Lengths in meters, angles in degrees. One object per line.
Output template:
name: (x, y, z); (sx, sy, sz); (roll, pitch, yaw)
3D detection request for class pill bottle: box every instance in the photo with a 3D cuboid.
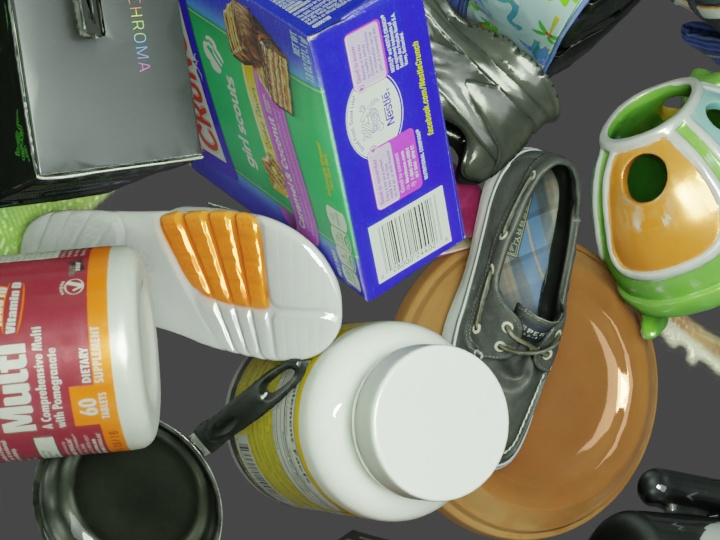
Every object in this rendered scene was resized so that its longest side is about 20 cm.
pill bottle: (-0.211, 0.049, 0.994); (0.198, 0.110, 0.111); (-6, 89, -1)
pill bottle: (0.003, 0.085, 1.064); (0.110, 0.200, 0.113); (1, 87, -24)

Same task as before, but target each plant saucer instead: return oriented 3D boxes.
plant saucer: (0.110, 0.073, 1.200); (0.198, 0.037, 0.203); (2, 86, -24)

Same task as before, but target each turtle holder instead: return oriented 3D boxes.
turtle holder: (0.222, -0.058, 1.193); (0.185, 0.140, 0.132); (-41, 111, -27)

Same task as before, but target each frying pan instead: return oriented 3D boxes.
frying pan: (-0.116, 0.101, 1.057); (0.114, 0.031, 0.191); (28, 109, 3)

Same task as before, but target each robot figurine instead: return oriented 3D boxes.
robot figurine: (0.213, 0.217, 1.188); (0.198, 0.125, 0.152); (9, 102, -22)

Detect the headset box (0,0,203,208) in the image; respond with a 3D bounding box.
headset box: (-0.164, -0.130, 1.004); (0.092, 0.200, 0.176); (-9, 91, -24)

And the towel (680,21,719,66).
towel: (0.307, -0.094, 1.228); (0.199, 0.145, 0.024); (37, 89, -24)

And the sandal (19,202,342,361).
sandal: (-0.096, -0.004, 1.062); (0.059, 0.205, 0.080); (-22, 120, -63)

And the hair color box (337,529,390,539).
hair color box: (-0.051, 0.232, 1.086); (0.199, 0.101, 0.062); (-32, 100, -22)

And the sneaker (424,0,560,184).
sneaker: (0.025, -0.133, 1.137); (0.200, 0.076, 0.091); (40, 83, 7)

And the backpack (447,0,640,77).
backpack: (0.133, -0.231, 1.154); (0.146, 0.183, 0.201); (36, 71, 6)

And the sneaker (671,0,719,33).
sneaker: (0.237, -0.182, 1.166); (0.079, 0.200, 0.079); (40, 106, 3)

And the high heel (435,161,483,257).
high heel: (0.000, 0.000, 1.141); (0.096, 0.067, 0.200); (47, 58, -4)

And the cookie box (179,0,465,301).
cookie box: (-0.040, -0.106, 1.026); (0.075, 0.200, 0.172); (-30, 131, -21)

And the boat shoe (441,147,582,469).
boat shoe: (0.099, 0.024, 1.139); (0.069, 0.066, 0.202); (16, 85, -23)
